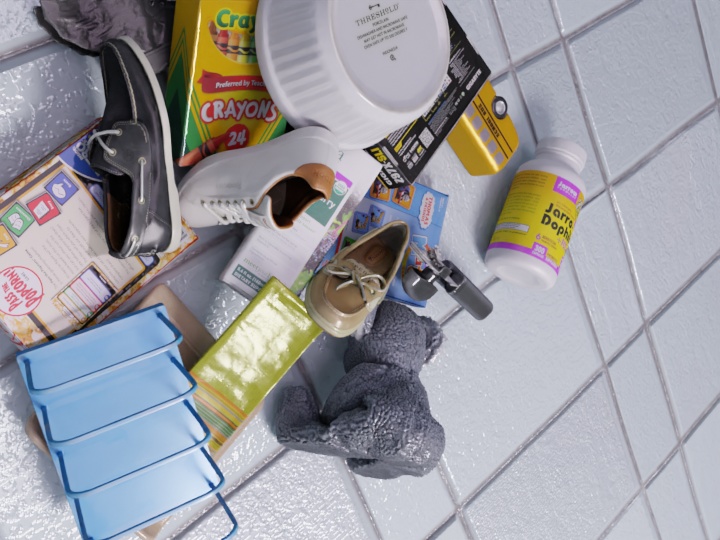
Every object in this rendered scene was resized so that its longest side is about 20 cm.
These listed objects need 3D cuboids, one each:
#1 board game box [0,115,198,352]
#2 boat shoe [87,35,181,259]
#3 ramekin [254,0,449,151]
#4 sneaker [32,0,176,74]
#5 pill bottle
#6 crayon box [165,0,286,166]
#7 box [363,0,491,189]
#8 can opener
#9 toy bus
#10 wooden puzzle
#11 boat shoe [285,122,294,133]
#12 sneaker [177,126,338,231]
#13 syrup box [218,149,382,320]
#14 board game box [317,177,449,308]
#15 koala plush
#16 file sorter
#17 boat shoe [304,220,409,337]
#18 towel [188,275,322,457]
[{"bbox_3d":[-0.276,-0.028,0.745,0.200,0.046,0.152,-45,116,-27],"label":"board game box"},{"bbox_3d":[-0.214,-0.112,0.714,0.067,0.071,0.203,-13,101,-41],"label":"boat shoe"},{"bbox_3d":[0.002,-0.224,0.765,0.200,0.094,0.206,0,91,-40],"label":"ramekin"},{"bbox_3d":[-0.210,-0.256,0.775,0.199,0.060,0.105,-38,118,-25],"label":"sneaker"},{"bbox_3d":[0.253,-0.082,1.095,0.104,0.104,0.202,31,74,-33],"label":"pill bottle"},{"bbox_3d":[-0.127,-0.209,0.785,0.126,0.051,0.202,-12,126,-39],"label":"crayon box"},{"bbox_3d":[0.050,-0.220,0.894,0.160,0.049,0.201,46,64,-24],"label":"box"},{"bbox_3d":[0.109,0.019,0.999,0.067,0.053,0.199,-46,143,10],"label":"can opener"},{"bbox_3d":[0.131,-0.225,1.024,0.079,0.065,0.200,-51,119,-21],"label":"toy bus"},{"bbox_3d":[-0.215,0.145,0.809,0.201,0.037,0.186,-51,119,-28],"label":"wooden puzzle"},{"bbox_3d":[-0.020,-0.193,0.913,0.197,0.066,0.076,-6,95,-36],"label":"boat shoe"},{"bbox_3d":[-0.112,-0.072,0.769,0.073,0.198,0.086,39,41,-45],"label":"sneaker"},{"bbox_3d":[-0.066,-0.052,0.848,0.078,0.081,0.201,34,82,-11],"label":"syrup box"},{"bbox_3d":[0.015,-0.050,0.964,0.198,0.036,0.153,17,82,-35],"label":"board game box"},{"bbox_3d":[0.027,0.124,0.911,0.176,0.183,0.202,29,62,-31],"label":"koala plush"},{"bbox_3d":[-0.203,0.155,0.698,0.137,0.122,0.203,-20,106,-22],"label":"file sorter"},{"bbox_3d":[0.000,0.000,0.842,0.073,0.063,0.200,40,32,-4],"label":"boat shoe"},{"bbox_3d":[-0.125,0.106,0.794,0.200,0.018,0.086,-48,120,0],"label":"towel"}]
